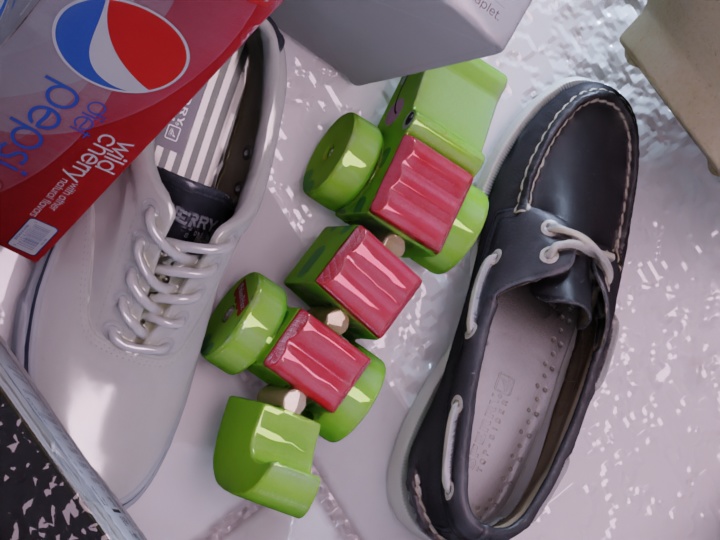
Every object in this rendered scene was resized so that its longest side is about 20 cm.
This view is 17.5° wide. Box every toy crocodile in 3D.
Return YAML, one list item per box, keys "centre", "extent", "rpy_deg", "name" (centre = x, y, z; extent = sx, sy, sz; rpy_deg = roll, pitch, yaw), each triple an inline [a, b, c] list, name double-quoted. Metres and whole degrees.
- centre: [0.000, 0.000, 0.895]
  extent: [0.067, 0.062, 0.201]
  rpy_deg: [36, 75, -19]
  name: "toy crocodile"

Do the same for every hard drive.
- centre: [-0.117, 0.060, 0.774]
  extent: [0.038, 0.140, 0.201]
  rpy_deg: [-35, 86, -5]
  name: "hard drive"

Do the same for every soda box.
- centre: [-0.086, -0.085, 0.783]
  extent: [0.063, 0.200, 0.070]
  rpy_deg: [28, 51, -20]
  name: "soda box"

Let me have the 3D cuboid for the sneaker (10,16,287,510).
- centre: [-0.078, -0.008, 0.855]
  extent: [0.072, 0.071, 0.202]
  rpy_deg: [14, 85, -23]
  name: "sneaker"

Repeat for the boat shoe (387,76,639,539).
- centre: [0.070, 0.015, 0.926]
  extent: [0.074, 0.060, 0.201]
  rpy_deg: [29, 78, -19]
  name: "boat shoe"

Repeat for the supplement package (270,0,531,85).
- centre: [-0.001, -0.208, 0.854]
  extent: [0.191, 0.147, 0.201]
  rpy_deg: [34, 77, -19]
  name: "supplement package"

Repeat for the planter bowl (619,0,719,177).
- centre: [0.188, -0.086, 0.925]
  extent: [0.134, 0.200, 0.201]
  rpy_deg: [-37, 104, 8]
  name: "planter bowl"
